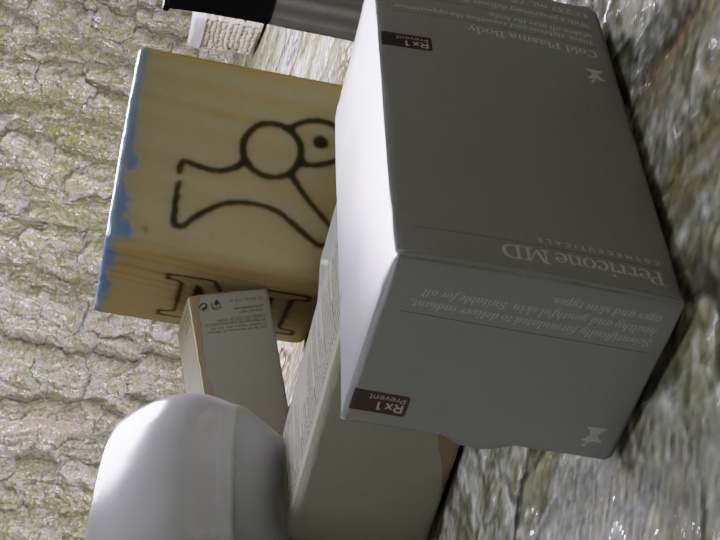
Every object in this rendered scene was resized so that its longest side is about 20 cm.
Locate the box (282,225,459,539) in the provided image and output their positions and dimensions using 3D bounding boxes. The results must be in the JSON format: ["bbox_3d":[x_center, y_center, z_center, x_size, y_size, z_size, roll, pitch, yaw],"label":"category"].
[{"bbox_3d":[0.017,0.042,0.730,0.095,0.078,0.200,-97,20,-57],"label":"box"}]

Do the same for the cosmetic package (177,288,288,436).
[{"bbox_3d":[-0.103,0.127,1.186,0.104,0.073,0.200,118,144,-64],"label":"cosmetic package"}]

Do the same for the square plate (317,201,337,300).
[{"bbox_3d":[0.000,0.000,1.008,0.198,0.028,0.200,111,165,-45],"label":"square plate"}]

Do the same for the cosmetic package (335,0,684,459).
[{"bbox_3d":[0.048,-0.029,0.550,0.200,0.107,0.090,-96,18,-52],"label":"cosmetic package"}]

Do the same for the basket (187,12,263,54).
[{"bbox_3d":[-0.231,-0.473,2.478,0.200,0.123,0.136,152,128,-76],"label":"basket"}]

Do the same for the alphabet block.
[{"bbox_3d":[-0.122,-0.061,1.261,0.196,0.200,0.195,126,153,-68],"label":"alphabet block"}]

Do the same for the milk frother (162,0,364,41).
[{"bbox_3d":[-0.035,-0.222,0.959,0.200,0.188,0.181,-92,14,-48],"label":"milk frother"}]

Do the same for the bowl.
[{"bbox_3d":[-0.054,0.164,0.775,0.075,0.200,0.200,-39,24,17],"label":"bowl"}]
